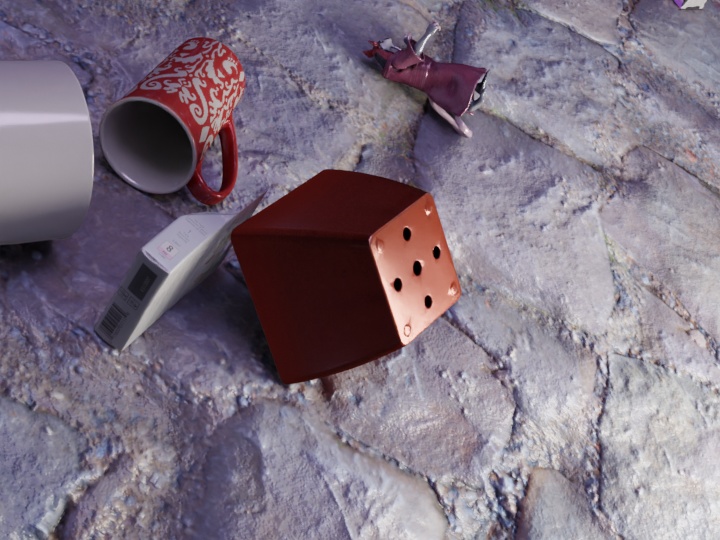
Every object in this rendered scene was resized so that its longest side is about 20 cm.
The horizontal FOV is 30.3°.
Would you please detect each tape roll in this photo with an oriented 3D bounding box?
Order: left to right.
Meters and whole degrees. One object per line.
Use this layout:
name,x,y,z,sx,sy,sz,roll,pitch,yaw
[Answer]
tape roll,-0.398,-0.133,1.487,0.138,0.203,0.204,-7,56,-33

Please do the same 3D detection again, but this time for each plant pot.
plant pot,0.000,0.000,1.554,0.199,0.175,0.202,-37,115,-45

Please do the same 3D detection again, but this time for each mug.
mug,-0.229,-0.190,1.716,0.132,0.179,0.201,1,35,20

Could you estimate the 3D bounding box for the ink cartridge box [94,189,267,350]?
ink cartridge box,-0.205,-0.013,1.521,0.057,0.163,0.200,38,44,0

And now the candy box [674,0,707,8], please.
candy box,0.636,-0.628,2.514,0.071,0.201,0.169,-9,56,-35

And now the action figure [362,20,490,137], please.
action figure,0.094,-0.293,2.010,0.197,0.134,0.151,17,87,1
